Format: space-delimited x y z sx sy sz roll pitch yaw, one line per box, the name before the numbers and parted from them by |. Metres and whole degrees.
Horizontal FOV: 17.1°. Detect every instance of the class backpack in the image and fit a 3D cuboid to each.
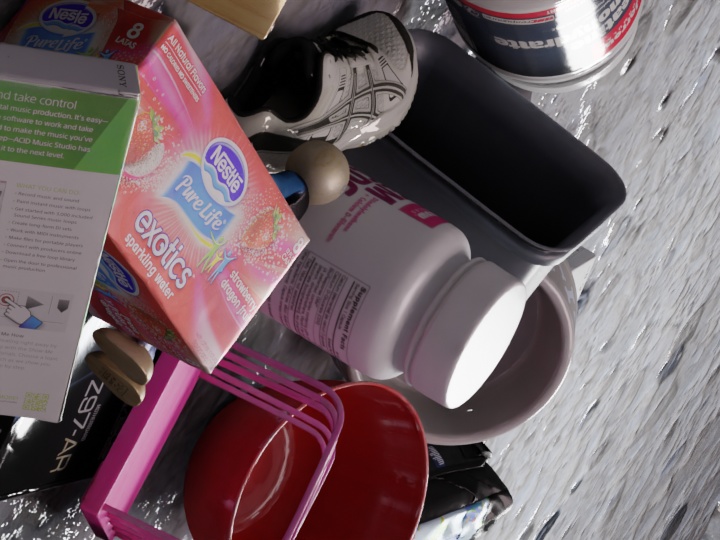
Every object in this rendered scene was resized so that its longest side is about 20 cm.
backpack | -0.006 0.185 1.919 0.200 0.163 0.154 -16 149 -56

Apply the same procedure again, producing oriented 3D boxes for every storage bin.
storage bin | 0.067 -0.054 1.688 0.146 0.200 0.134 -39 164 -47

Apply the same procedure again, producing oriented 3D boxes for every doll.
doll | -0.081 -0.008 1.415 0.200 0.048 0.136 -47 175 -24

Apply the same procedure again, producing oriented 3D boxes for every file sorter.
file sorter | -0.090 0.129 1.547 0.139 0.125 0.200 -63 178 -12

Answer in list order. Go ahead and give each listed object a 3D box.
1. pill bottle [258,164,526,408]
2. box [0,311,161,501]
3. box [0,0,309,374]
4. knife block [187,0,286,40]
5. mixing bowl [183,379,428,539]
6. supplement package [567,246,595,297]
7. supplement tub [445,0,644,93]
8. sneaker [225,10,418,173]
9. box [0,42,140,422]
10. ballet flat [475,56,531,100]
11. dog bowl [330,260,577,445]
pill bottle | 0.000 0.000 1.555 0.113 0.200 0.113 -50 160 -26
box | -0.167 0.037 1.426 0.200 0.044 0.160 -63 161 12
box | -0.119 -0.049 1.256 0.103 0.095 0.200 -53 144 -18
knife block | -0.117 -0.189 1.201 0.064 0.176 0.200 -60 -153 6
mixing bowl | -0.057 0.161 1.760 0.200 0.108 0.200 -20 119 -41
supplement package | 0.091 0.031 1.985 0.200 0.114 0.110 -27 143 -56
supplement tub | 0.122 -0.213 1.639 0.140 0.140 0.200 -57 162 -7
sneaker | -0.022 -0.119 1.516 0.200 0.076 0.088 -51 150 -41
box | -0.194 -0.019 1.133 0.036 0.144 0.200 -103 -154 -51
ballet flat | 0.070 -0.081 1.829 0.200 0.073 0.073 -63 162 19
dog bowl | 0.073 0.047 1.830 0.059 0.200 0.200 -102 -151 -60
